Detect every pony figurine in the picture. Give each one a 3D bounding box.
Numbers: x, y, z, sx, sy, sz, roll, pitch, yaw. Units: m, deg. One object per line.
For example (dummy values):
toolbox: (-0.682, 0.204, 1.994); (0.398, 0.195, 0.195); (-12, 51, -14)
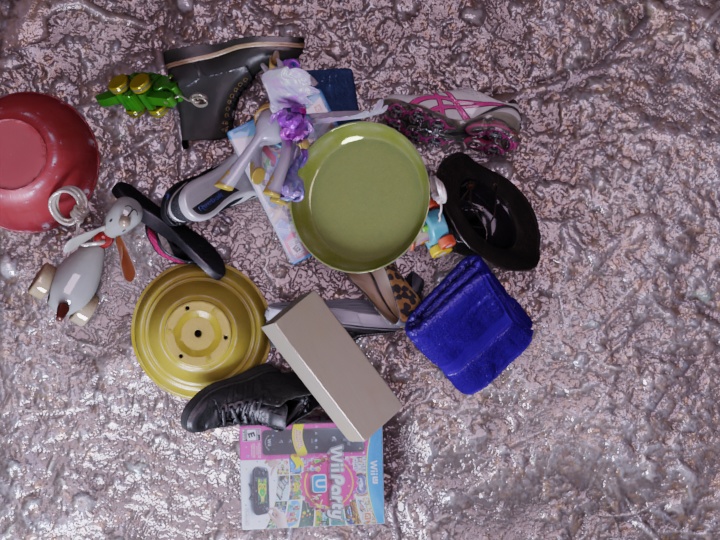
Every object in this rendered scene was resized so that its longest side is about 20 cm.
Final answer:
pony figurine: (-0.089, -0.187, 1.417); (0.166, 0.193, 0.200); (22, 83, -44)

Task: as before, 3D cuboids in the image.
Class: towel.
towel: (0.157, 0.082, 1.521); (0.148, 0.050, 0.200); (-47, 136, -3)
towel: (-0.049, -0.185, 1.555); (0.112, 0.049, 0.200); (-7, 89, -20)

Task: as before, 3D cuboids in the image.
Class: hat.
hat: (0.161, -0.064, 1.555); (0.201, 0.201, 0.081); (49, 127, -3)

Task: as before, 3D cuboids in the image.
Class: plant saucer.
plant saucer: (0.002, -0.095, 1.461); (0.200, 0.031, 0.200); (-2, 85, 23)

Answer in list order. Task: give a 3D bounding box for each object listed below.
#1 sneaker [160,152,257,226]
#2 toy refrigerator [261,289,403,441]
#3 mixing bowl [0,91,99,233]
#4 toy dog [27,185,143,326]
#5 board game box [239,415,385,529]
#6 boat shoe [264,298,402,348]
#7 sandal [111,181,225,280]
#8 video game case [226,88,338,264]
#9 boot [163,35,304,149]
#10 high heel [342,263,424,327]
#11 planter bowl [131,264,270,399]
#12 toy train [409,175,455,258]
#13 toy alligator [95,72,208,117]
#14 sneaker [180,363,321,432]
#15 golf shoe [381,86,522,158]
sneaker: (-0.195, -0.123, 1.545); (0.200, 0.112, 0.073); (-29, 104, -37)
toy refrigerator: (-0.039, 0.130, 1.492); (0.076, 0.070, 0.200); (-40, 97, -22)
mixing bowl: (-0.463, -0.152, 1.507); (0.200, 0.108, 0.200); (0, 91, -5)
toy dog: (-0.369, -0.005, 1.487); (0.132, 0.096, 0.200); (12, 113, -17)
board game box: (-0.068, 0.281, 1.556); (0.200, 0.064, 0.148); (-2, 90, -5)
boat shoe: (-0.034, 0.081, 1.563); (0.200, 0.072, 0.071); (1, 104, 1)
sandal: (-0.270, -0.047, 1.542); (0.200, 0.075, 0.045); (38, 102, 5)
video game case: (-0.074, -0.128, 1.512); (0.143, 0.018, 0.200); (-27, 95, -11)
boot: (-0.167, -0.250, 1.543); (0.200, 0.077, 0.139); (-6, 95, 16)
high heel: (0.000, 0.000, 1.518); (0.200, 0.143, 0.071); (31, 114, -5)
planter bowl: (-0.222, 0.085, 1.535); (0.200, 0.083, 0.201); (0, 89, -4)
toy train: (0.066, -0.095, 1.516); (0.056, 0.200, 0.150); (-20, 116, -9)
toy alligator: (-0.278, -0.249, 1.520); (0.200, 0.059, 0.054); (4, 56, 31)
sneaker: (-0.137, 0.184, 1.509); (0.200, 0.104, 0.060); (-26, 133, -37)
golf shoe: (0.129, -0.222, 1.576); (0.200, 0.073, 0.092); (13, 56, 2)
